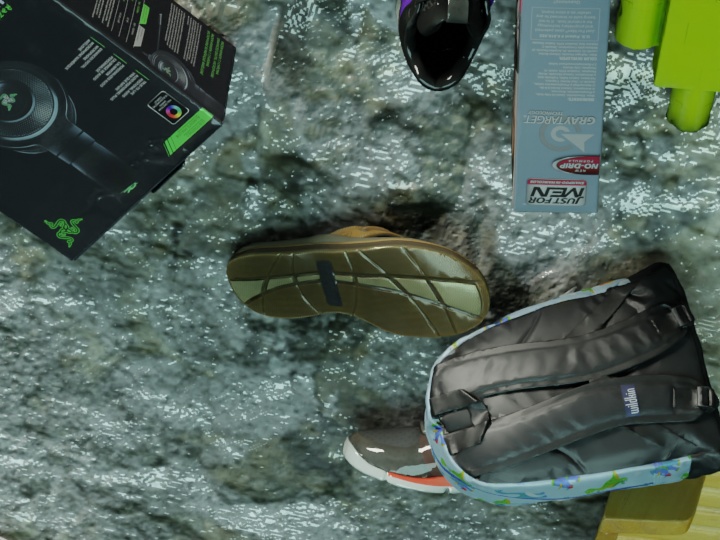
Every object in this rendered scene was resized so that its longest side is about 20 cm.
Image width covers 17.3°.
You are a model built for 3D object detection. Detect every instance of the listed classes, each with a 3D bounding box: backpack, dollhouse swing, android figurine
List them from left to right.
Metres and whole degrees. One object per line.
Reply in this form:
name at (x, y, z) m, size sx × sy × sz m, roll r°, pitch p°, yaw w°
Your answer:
backpack at (0.144, 0.099, 1.724) m, size 0.199 × 0.164 × 0.154 m, roll -14°, pitch 167°, yaw -14°
dollhouse swing at (0.264, 0.237, 1.839) m, size 0.175 × 0.182 × 0.200 m, roll 18°, pitch 129°, yaw 7°
android figurine at (0.263, -0.177, 1.568) m, size 0.181 × 0.041 × 0.201 m, roll 4°, pitch 130°, yaw 1°

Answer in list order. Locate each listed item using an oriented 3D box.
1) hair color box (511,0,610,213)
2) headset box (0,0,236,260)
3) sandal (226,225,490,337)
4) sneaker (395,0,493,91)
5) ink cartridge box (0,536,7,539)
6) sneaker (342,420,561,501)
hair color box at (0.132, -0.146, 1.565) m, size 0.060 × 0.099 × 0.201 m, roll 1°, pitch 130°, yaw 3°
headset box at (-0.206, -0.125, 1.611) m, size 0.200 × 0.093 × 0.174 m, roll 36°, pitch 124°, yaw -24°
sandal at (0.000, 0.000, 1.731) m, size 0.199 × 0.054 × 0.081 m, roll 3°, pitch 126°, yaw 20°
sneaker at (0.064, -0.201, 1.522) m, size 0.069 × 0.100 × 0.201 m, roll 5°, pitch 130°, yaw -2°
ink cartridge box at (-0.361, 0.276, 1.959) m, size 0.200 × 0.084 × 0.146 m, roll 27°, pitch 126°, yaw -17°
sneaker at (0.087, 0.125, 1.827) m, size 0.199 × 0.077 × 0.082 m, roll 4°, pitch 103°, yaw 0°
